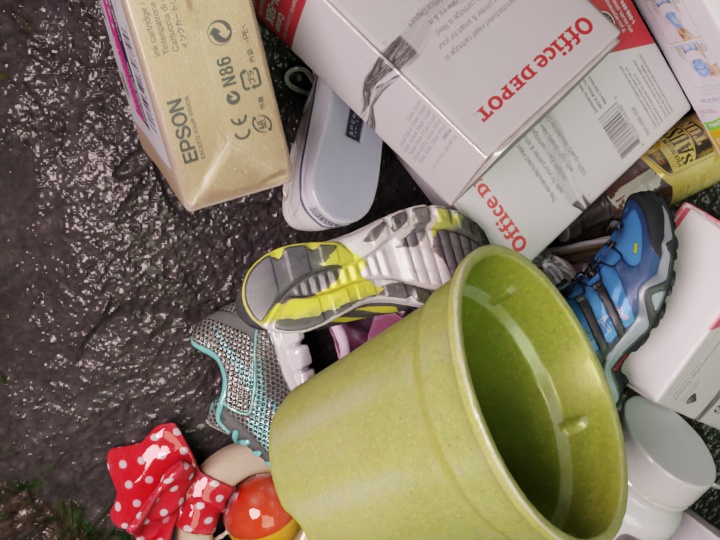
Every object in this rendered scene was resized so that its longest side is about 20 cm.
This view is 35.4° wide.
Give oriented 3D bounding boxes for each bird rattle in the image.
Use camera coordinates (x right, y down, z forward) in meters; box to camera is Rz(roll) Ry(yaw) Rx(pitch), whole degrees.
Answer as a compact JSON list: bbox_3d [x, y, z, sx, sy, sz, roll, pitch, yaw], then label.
[{"bbox_3d":[-0.104,0.198,0.895,0.163,0.113,0.201,-29,104,-24],"label":"bird rattle"}]

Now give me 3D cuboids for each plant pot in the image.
[{"bbox_3d":[0.047,0.110,0.748,0.184,0.201,0.200,-26,124,30],"label":"plant pot"}]

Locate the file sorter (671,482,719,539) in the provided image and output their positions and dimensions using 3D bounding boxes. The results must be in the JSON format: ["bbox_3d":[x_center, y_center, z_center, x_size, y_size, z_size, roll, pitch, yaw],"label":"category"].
[{"bbox_3d":[0.312,0.311,1.070,0.124,0.139,0.201,7,106,-28],"label":"file sorter"}]

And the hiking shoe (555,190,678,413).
[{"bbox_3d":[0.172,0.029,0.842,0.086,0.074,0.201,20,90,-9],"label":"hiking shoe"}]

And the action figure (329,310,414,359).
[{"bbox_3d":[0.024,0.117,0.879,0.148,0.134,0.201,4,104,-23],"label":"action figure"}]

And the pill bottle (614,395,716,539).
[{"bbox_3d":[0.199,0.206,0.959,0.114,0.114,0.200,20,124,-28],"label":"pill bottle"}]

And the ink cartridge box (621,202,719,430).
[{"bbox_3d":[0.290,0.046,0.949,0.146,0.085,0.200,-55,147,8],"label":"ink cartridge box"}]

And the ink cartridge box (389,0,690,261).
[{"bbox_3d":[0.133,-0.118,0.870,0.200,0.084,0.144,-43,119,-6],"label":"ink cartridge box"}]

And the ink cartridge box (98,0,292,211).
[{"bbox_3d":[-0.116,-0.157,0.702,0.075,0.165,0.201,-19,114,-14],"label":"ink cartridge box"}]

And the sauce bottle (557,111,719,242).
[{"bbox_3d":[0.247,-0.082,0.942,0.200,0.066,0.066,-27,117,-15],"label":"sauce bottle"}]

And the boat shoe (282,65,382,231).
[{"bbox_3d":[-0.016,-0.118,0.814,0.074,0.086,0.203,23,69,-30],"label":"boat shoe"}]

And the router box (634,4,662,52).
[{"bbox_3d":[0.327,-0.247,0.899,0.157,0.052,0.200,26,97,-9],"label":"router box"}]

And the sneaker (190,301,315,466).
[{"bbox_3d":[-0.070,0.113,0.855,0.091,0.078,0.201,-18,86,-5],"label":"sneaker"}]

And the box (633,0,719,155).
[{"bbox_3d":[0.287,-0.186,0.822,0.112,0.101,0.200,-33,100,-5],"label":"box"}]

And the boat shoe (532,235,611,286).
[{"bbox_3d":[0.179,0.004,0.926,0.201,0.075,0.065,-6,132,-29],"label":"boat shoe"}]

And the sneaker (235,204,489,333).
[{"bbox_3d":[0.000,0.000,0.806,0.199,0.085,0.075,-8,87,-24],"label":"sneaker"}]

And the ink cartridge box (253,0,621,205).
[{"bbox_3d":[0.046,-0.165,0.743,0.200,0.083,0.147,45,66,5],"label":"ink cartridge box"}]
